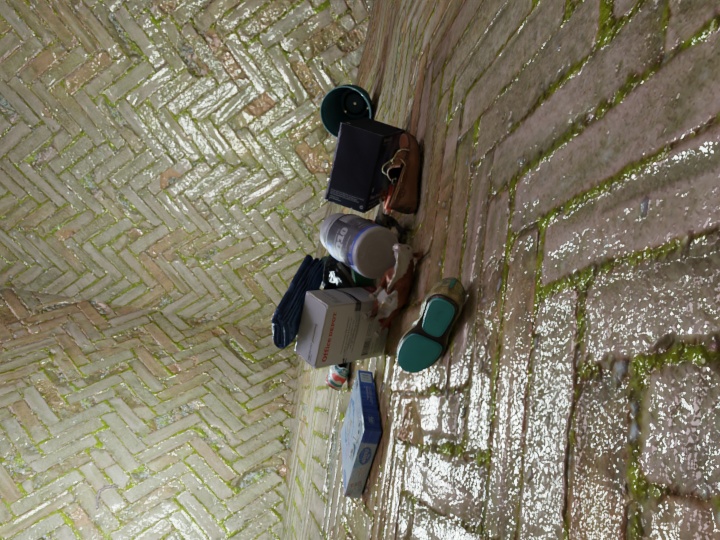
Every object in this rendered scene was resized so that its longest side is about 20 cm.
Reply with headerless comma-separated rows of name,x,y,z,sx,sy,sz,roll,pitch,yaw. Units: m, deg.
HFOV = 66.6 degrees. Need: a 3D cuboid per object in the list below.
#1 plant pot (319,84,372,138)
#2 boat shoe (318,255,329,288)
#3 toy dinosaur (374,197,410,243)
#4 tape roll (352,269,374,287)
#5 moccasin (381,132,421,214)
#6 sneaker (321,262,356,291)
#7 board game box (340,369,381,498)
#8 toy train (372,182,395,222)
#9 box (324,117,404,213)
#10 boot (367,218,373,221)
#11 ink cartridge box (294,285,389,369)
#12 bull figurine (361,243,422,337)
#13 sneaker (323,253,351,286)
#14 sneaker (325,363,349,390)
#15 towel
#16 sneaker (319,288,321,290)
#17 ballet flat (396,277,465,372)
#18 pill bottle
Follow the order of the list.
plant pot,-0.037,-0.632,2.136,0.188,0.198,0.201,-65,-8,-59
boat shoe,-0.057,0.048,1.514,0.076,0.201,0.060,-40,7,-37
toy dinosaur,0.064,-0.101,1.224,0.047,0.088,0.200,-43,-6,-5
tape roll,0.000,0.000,1.412,0.200,0.048,0.202,170,90,-88
moccasin,0.090,-0.219,1.212,0.074,0.077,0.203,124,154,-68
sneaker,-0.069,0.066,1.279,0.075,0.106,0.201,52,159,26
board game box,-0.003,0.370,1.256,0.200,0.043,0.200,-98,21,-62
toy train,0.057,-0.118,1.378,0.151,0.055,0.201,113,164,-56
box,0.014,-0.274,1.409,0.200,0.122,0.200,-43,-31,-63
boot,-0.002,-0.036,1.613,0.155,0.073,0.201,120,169,-63
ink cartridge box,-0.033,0.119,1.195,0.084,0.199,0.146,29,113,42
bull figurine,0.062,0.040,1.099,0.121,0.065,0.201,-45,-24,-39
sneaker,-0.052,0.045,1.423,0.091,0.075,0.202,-96,-3,-75
sneaker,-0.060,0.272,1.683,0.094,0.070,0.200,-55,18,25
towel,-0.134,0.069,1.199,0.112,0.048,0.201,96,-167,-49
sneaker,-0.110,0.124,1.413,0.076,0.075,0.201,38,148,48
ballet flat,0.111,0.084,0.841,0.201,0.070,0.071,109,167,-47
pill bottle,-0.009,-0.063,1.229,0.200,0.113,0.115,31,112,57
